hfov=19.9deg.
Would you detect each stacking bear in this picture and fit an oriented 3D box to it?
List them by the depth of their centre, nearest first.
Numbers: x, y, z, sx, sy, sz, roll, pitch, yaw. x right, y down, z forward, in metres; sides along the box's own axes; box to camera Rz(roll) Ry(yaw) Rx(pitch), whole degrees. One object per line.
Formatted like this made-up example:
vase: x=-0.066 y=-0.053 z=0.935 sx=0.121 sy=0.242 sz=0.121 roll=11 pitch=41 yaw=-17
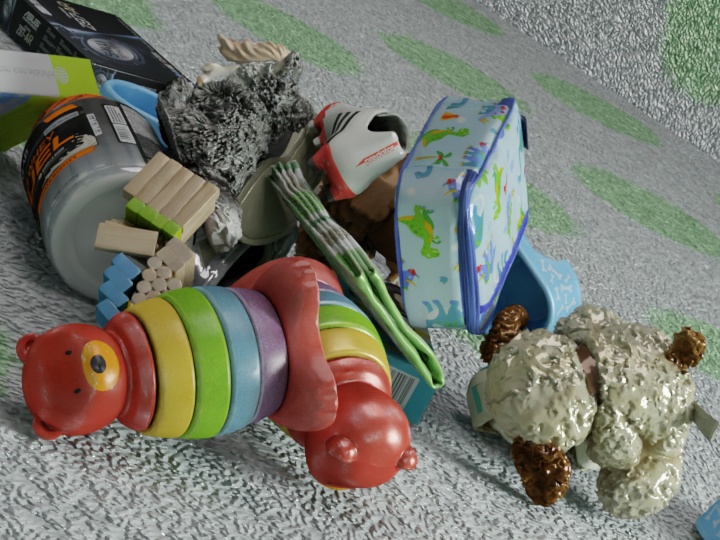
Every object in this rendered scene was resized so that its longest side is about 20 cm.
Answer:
stacking bear: x=-0.134 y=0.066 z=1.408 sx=0.200 sy=0.122 sz=0.114 roll=-7 pitch=-7 yaw=-28
stacking bear: x=-0.027 y=0.088 z=1.540 sx=0.121 sy=0.114 sz=0.200 roll=17 pitch=24 yaw=-35

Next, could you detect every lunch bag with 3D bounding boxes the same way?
lunch bag: x=0.090 y=-0.048 z=1.767 sx=0.082 sy=0.161 sz=0.200 roll=5 pitch=31 yaw=16

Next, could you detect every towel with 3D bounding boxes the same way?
towel: x=0.000 y=0.000 z=1.712 sx=0.149 sy=0.031 sz=0.200 roll=53 pitch=-2 yaw=-38

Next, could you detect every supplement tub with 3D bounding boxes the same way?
supplement tub: x=-0.213 y=-0.067 z=1.698 sx=0.122 sy=0.123 sz=0.200 roll=20 pitch=17 yaw=-26

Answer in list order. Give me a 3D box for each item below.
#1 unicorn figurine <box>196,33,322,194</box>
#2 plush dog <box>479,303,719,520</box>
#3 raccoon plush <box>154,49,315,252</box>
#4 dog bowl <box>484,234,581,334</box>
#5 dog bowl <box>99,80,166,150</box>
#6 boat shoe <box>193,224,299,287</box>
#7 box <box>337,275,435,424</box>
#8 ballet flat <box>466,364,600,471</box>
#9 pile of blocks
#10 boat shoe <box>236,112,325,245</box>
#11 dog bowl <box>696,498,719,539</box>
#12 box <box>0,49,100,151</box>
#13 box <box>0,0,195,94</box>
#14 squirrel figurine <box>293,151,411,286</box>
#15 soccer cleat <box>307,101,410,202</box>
unicorn figurine: x=-0.099 y=-0.142 z=2.140 sx=0.137 sy=0.200 sz=0.074 roll=0 pitch=23 yaw=1
plush dog: x=0.187 y=0.102 z=1.722 sx=0.172 sy=0.160 sz=0.200 roll=-6 pitch=65 yaw=-21
raccoon plush: x=-0.086 y=-0.095 z=1.704 sx=0.134 sy=0.097 sz=0.200 roll=-16 pitch=57 yaw=-11
dog bowl: x=0.136 y=-0.009 z=2.060 sx=0.200 sy=0.111 sz=0.050 roll=56 pitch=34 yaw=0
dog bowl: x=-0.182 y=-0.125 z=2.034 sx=0.200 sy=0.050 sz=0.111 roll=28 pitch=16 yaw=2
boat shoe: x=-0.108 y=-0.012 z=1.801 sx=0.065 sy=0.074 sz=0.202 roll=39 pitch=22 yaw=15
box: x=0.017 y=0.062 z=1.812 sx=0.082 sy=0.049 sz=0.200 roll=25 pitch=17 yaw=-13
ballet flat: x=0.182 y=0.145 z=1.826 sx=0.200 sy=0.069 sz=0.069 roll=20 pitch=18 yaw=-21
pile of blocks: x=-0.164 y=0.010 z=1.559 sx=0.082 sy=0.062 sz=0.200 roll=12 pitch=58 yaw=-1
boat shoe: x=-0.087 y=-0.075 z=1.805 sx=0.068 sy=0.072 sz=0.200 roll=-6 pitch=25 yaw=22
dog bowl: x=0.383 y=0.255 z=1.793 sx=0.111 sy=0.050 sz=0.200 roll=13 pitch=22 yaw=-42
box: x=-0.331 y=-0.145 z=1.755 sx=0.200 sy=0.122 sz=0.048 roll=-1 pitch=72 yaw=-59
box: x=-0.286 y=-0.234 z=2.237 sx=0.160 sy=0.044 sz=0.200 roll=12 pitch=23 yaw=-45
squirrel figurine: x=0.037 y=-0.043 z=1.967 sx=0.200 sy=0.142 sz=0.187 roll=7 pitch=-10 yaw=-6
soccer cleat: x=0.003 y=-0.112 z=1.782 sx=0.069 sy=0.085 sz=0.200 roll=63 pitch=8 yaw=-13
